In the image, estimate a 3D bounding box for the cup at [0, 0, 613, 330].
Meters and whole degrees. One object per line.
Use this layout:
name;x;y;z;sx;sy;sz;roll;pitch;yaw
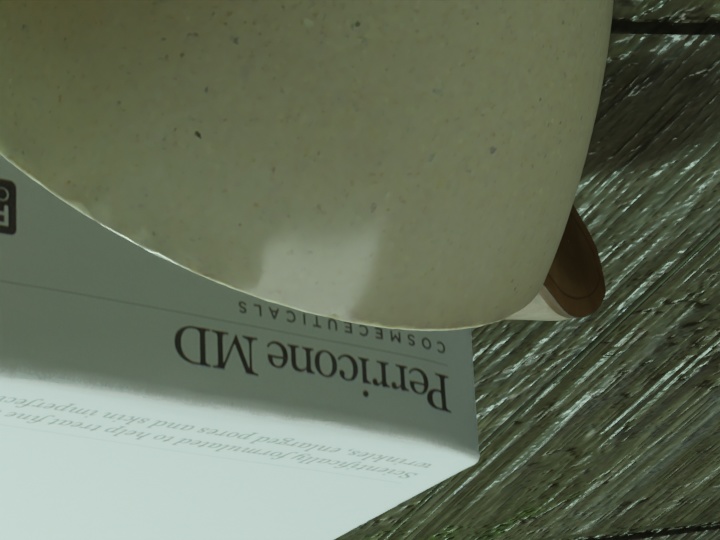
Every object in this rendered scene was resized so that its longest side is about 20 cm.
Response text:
cup;-0.007;-0.099;0.791;0.200;0.200;0.143;3;123;-43

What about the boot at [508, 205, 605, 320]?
boot;0.000;0.000;1.135;0.146;0.070;0.200;-22;156;18

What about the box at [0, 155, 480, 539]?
box;-0.097;0.018;0.920;0.198;0.131;0.200;11;153;-31
